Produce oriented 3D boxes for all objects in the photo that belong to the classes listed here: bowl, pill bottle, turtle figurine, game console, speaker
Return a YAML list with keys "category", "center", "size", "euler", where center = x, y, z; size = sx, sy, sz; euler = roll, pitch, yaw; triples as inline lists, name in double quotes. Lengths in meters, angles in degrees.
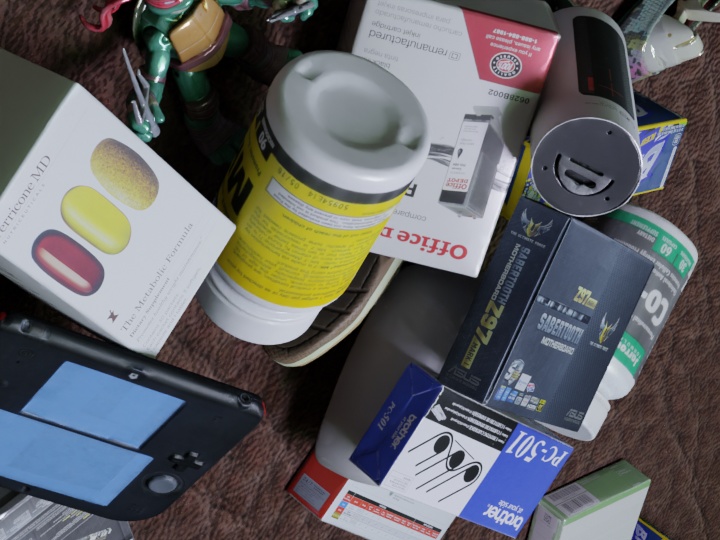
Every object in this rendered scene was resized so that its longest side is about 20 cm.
- category: "bowl"
  center: [0.077, 0.102, 1.569]
  size: [0.199, 0.075, 0.201]
  euler: [11, 106, -47]
- category: "pill bottle"
  center: [-0.040, -0.044, 1.275]
  size: [0.114, 0.114, 0.200]
  euler: [-21, 154, -38]
- category: "turtle figurine"
  center: [-0.100, -0.149, 1.219]
  size: [0.150, 0.101, 0.200]
  euler: [-36, 159, 0]
- category: "game console"
  center: [-0.189, 0.103, 1.253]
  size: [0.200, 0.031, 0.177]
  euler: [21, 141, -27]
- category: "speaker"
  center: [0.164, -0.120, 1.388]
  size: [0.200, 0.081, 0.081]
  euler: [-82, -178, -59]
- category: "pill bottle"
  center: [0.215, 0.046, 1.699]
  size: [0.200, 0.113, 0.113]
  euler: [-61, 147, -14]

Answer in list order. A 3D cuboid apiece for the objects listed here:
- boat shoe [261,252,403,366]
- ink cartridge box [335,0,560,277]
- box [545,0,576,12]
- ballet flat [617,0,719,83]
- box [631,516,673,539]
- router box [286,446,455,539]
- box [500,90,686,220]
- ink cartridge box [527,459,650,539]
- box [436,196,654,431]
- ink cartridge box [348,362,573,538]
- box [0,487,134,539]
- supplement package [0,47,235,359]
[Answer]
- category: "boat shoe"
  center: [0.000, 0.000, 1.489]
  size: [0.200, 0.072, 0.076]
  euler: [-49, 160, -6]
- category: "ink cartridge box"
  center: [0.046, -0.111, 1.372]
  size: [0.146, 0.083, 0.201]
  euler: [13, 114, -9]
- category: "box"
  center: [0.115, -0.155, 1.510]
  size: [0.160, 0.043, 0.200]
  euler: [-57, 145, 3]
- category: "ballet flat"
  center: [0.284, -0.226, 1.624]
  size: [0.200, 0.071, 0.069]
  euler: [-49, 145, -8]
- category: "box"
  center: [0.351, 0.348, 2.181]
  size: [0.070, 0.064, 0.200]
  euler: [-54, 146, -1]
- category: "router box"
  center: [0.048, 0.159, 1.685]
  size: [0.180, 0.049, 0.200]
  euler: [-55, 145, 1]
- category: "box"
  center: [0.176, -0.096, 1.522]
  size: [0.200, 0.064, 0.070]
  euler: [-14, 129, -44]
- category: "ink cartridge box"
  center: [0.234, 0.316, 2.031]
  size: [0.145, 0.048, 0.201]
  euler: [-18, 131, -40]
- category: "box"
  center: [0.152, 0.039, 1.485]
  size: [0.200, 0.051, 0.158]
  euler: [23, 92, -61]
- category: "ink cartridge box"
  center: [0.085, 0.148, 1.517]
  size: [0.200, 0.044, 0.094]
  euler: [27, 97, -49]
- category: "box"
  center: [-0.263, 0.221, 1.374]
  size: [0.200, 0.048, 0.159]
  euler: [-38, 142, -23]
- category: "supplement package"
  center: [-0.190, -0.043, 1.180]
  size: [0.114, 0.109, 0.200]
  euler: [-59, 146, -8]
